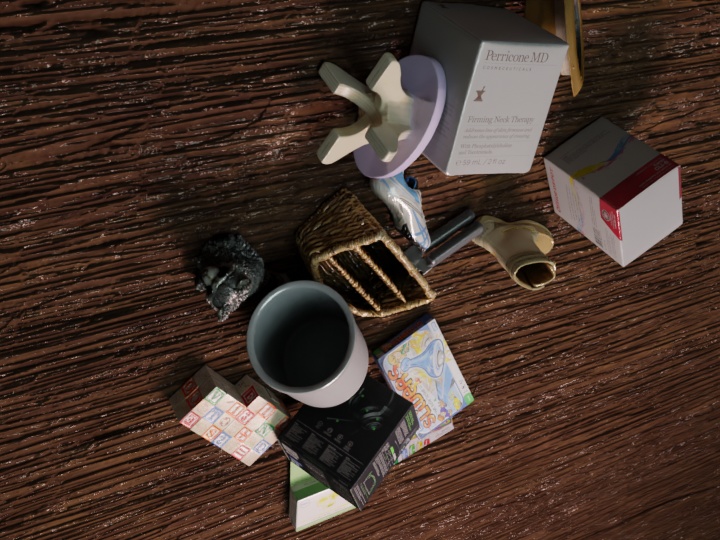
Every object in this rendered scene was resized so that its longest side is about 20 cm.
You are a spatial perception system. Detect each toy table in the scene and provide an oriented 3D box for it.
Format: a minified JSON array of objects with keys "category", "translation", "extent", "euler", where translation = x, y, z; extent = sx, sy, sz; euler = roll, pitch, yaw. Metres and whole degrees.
[{"category":"toy table","translation":[0.024,-0.219,1.284],"extent":[0.116,0.184,0.202],"euler":[-3,129,-47]}]

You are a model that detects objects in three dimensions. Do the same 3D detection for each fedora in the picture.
[{"category":"fedora","translation":[0.296,-0.367,1.385],"extent":[0.080,0.203,0.202],"euler":[-3,137,19]}]

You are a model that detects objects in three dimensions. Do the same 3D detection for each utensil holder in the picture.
[{"category":"utensil holder","translation":[-0.075,0.126,1.429],"extent":[0.169,0.171,0.200],"euler":[-37,161,-3]}]

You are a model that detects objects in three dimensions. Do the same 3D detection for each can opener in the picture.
[{"category":"can opener","translation":[0.124,-0.030,1.584],"extent":[0.198,0.054,0.067],"euler":[-34,167,-8]}]

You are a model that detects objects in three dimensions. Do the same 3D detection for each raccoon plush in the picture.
[{"category":"raccoon plush","translation":[-0.159,0.020,1.358],"extent":[0.197,0.134,0.098],"euler":[6,119,-36]}]

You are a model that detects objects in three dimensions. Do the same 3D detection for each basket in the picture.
[{"category":"basket","translation":[0.000,0.000,1.442],"extent":[0.142,0.149,0.200],"euler":[-41,136,1]}]

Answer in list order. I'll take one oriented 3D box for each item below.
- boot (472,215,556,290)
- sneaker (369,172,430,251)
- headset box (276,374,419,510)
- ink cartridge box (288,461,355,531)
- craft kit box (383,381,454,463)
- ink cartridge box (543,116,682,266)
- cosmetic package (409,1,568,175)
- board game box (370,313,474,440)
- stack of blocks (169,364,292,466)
[{"category":"boot","translation":[0.305,-0.028,1.620],"extent":[0.197,0.156,0.074],"euler":[10,118,-38]},{"category":"sneaker","translation":[0.079,-0.103,1.475],"extent":[0.072,0.072,0.201],"euler":[-43,139,-8]},{"category":"headset box","translation":[-0.015,0.277,1.584],"extent":[0.201,0.172,0.093],"euler":[-51,149,-22]},{"category":"ink cartridge box","translation":[-0.069,0.413,1.774],"extent":[0.143,0.048,0.203],"euler":[-16,135,-23]},{"category":"craft kit box","translation":[0.084,0.290,1.795],"extent":[0.197,0.049,0.200],"euler":[-29,131,-13]},{"category":"ink cartridge box","translation":[0.445,-0.143,1.598],"extent":[0.143,0.200,0.147],"euler":[-34,136,-9]},{"category":"cosmetic package","translation":[0.171,-0.270,1.340],"extent":[0.164,0.167,0.203],"euler":[-6,125,-30]},{"category":"board game box","translation":[0.119,0.201,1.706],"extent":[0.134,0.034,0.202],"euler":[-34,115,-11]},{"category":"stack of blocks","translation":[-0.216,0.240,1.541],"extent":[0.115,0.059,0.200],"euler":[-43,135,2]}]
